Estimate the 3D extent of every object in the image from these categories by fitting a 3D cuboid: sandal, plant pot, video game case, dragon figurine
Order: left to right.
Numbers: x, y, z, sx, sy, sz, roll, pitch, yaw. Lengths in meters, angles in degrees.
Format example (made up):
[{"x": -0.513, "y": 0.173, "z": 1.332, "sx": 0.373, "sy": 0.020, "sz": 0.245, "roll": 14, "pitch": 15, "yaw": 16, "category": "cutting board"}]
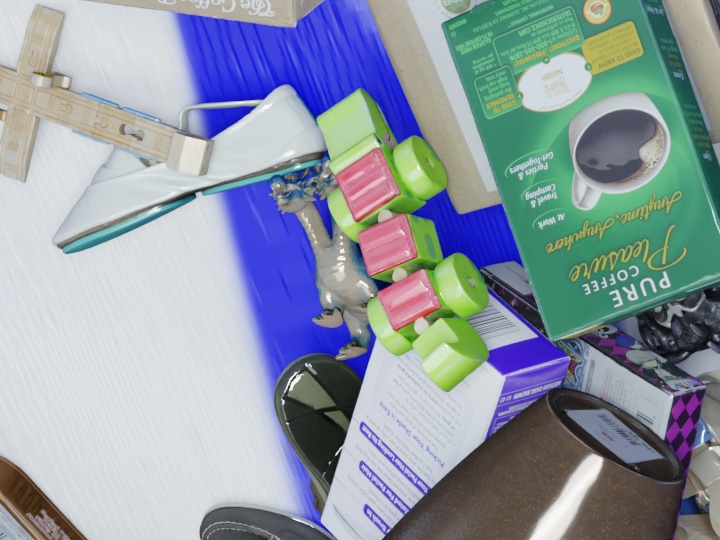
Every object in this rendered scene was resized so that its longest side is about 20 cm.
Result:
[{"x": -0.002, "y": 0.140, "z": 1.743, "sx": 0.080, "sy": 0.057, "sz": 0.201, "roll": -28, "pitch": 111, "yaw": -16, "category": "sandal"}, {"x": 0.000, "y": 0.000, "z": 1.660, "sx": 0.059, "sy": 0.100, "sz": 0.200, "roll": -16, "pitch": 151, "yaw": 16, "category": "dragon figurine"}, {"x": 0.099, "y": 0.175, "z": 1.507, "sx": 0.187, "sy": 0.187, "sz": 0.200, "roll": 30, "pitch": 107, "yaw": 0, "category": "plant pot"}, {"x": 0.126, "y": 0.121, "z": 1.611, "sx": 0.181, "sy": 0.036, "sz": 0.200, "roll": 34, "pitch": 125, "yaw": 43, "category": "video game case"}]

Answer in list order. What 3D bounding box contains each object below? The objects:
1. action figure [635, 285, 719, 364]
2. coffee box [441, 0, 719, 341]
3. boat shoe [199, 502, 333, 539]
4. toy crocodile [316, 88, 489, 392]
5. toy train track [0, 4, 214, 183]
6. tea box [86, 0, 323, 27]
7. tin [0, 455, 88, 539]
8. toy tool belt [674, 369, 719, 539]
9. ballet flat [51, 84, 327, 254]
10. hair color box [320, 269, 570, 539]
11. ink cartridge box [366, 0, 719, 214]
[{"x": 0.194, "y": -0.008, "z": 1.579, "sx": 0.119, "sy": 0.102, "sz": 0.200, "roll": -19, "pitch": 149, "yaw": 33, "category": "action figure"}, {"x": 0.135, "y": -0.071, "z": 1.470, "sx": 0.123, "sy": 0.044, "sz": 0.200, "roll": -23, "pitch": 82, "yaw": 23, "category": "coffee box"}, {"x": -0.026, "y": 0.227, "z": 1.792, "sx": 0.200, "sy": 0.057, "sz": 0.067, "roll": 29, "pitch": 120, "yaw": 0, "category": "boat shoe"}, {"x": 0.022, "y": -0.018, "z": 1.543, "sx": 0.067, "sy": 0.062, "sz": 0.200, "roll": -28, "pitch": 69, "yaw": 22, "category": "toy crocodile"}, {"x": -0.186, "y": -0.101, "z": 1.651, "sx": 0.200, "sy": 0.033, "sz": 0.115, "roll": 20, "pitch": 103, "yaw": 25, "category": "toy train track"}, {"x": -0.104, "y": -0.263, "z": 1.508, "sx": 0.200, "sy": 0.134, "sz": 0.197, "roll": 9, "pitch": 119, "yaw": 22, "category": "tea box"}, {"x": -0.252, "y": 0.216, "z": 1.865, "sx": 0.112, "sy": 0.042, "sz": 0.200, "roll": -36, "pitch": 102, "yaw": 32, "category": "tin"}, {"x": 0.222, "y": 0.137, "z": 1.626, "sx": 0.200, "sy": 0.125, "sz": 0.123, "roll": -34, "pitch": 73, "yaw": 41, "category": "toy tool belt"}, {"x": -0.116, "y": -0.070, "z": 1.672, "sx": 0.200, "sy": 0.069, "sz": 0.070, "roll": -19, "pitch": 110, "yaw": 19, "category": "ballet flat"}, {"x": 0.051, "y": 0.109, "z": 1.623, "sx": 0.109, "sy": 0.065, "sz": 0.200, "roll": 43, "pitch": 129, "yaw": 35, "category": "hair color box"}, {"x": 0.123, "y": -0.141, "z": 1.553, "sx": 0.200, "sy": 0.075, "sz": 0.165, "roll": -16, "pitch": 112, "yaw": 24, "category": "ink cartridge box"}]
